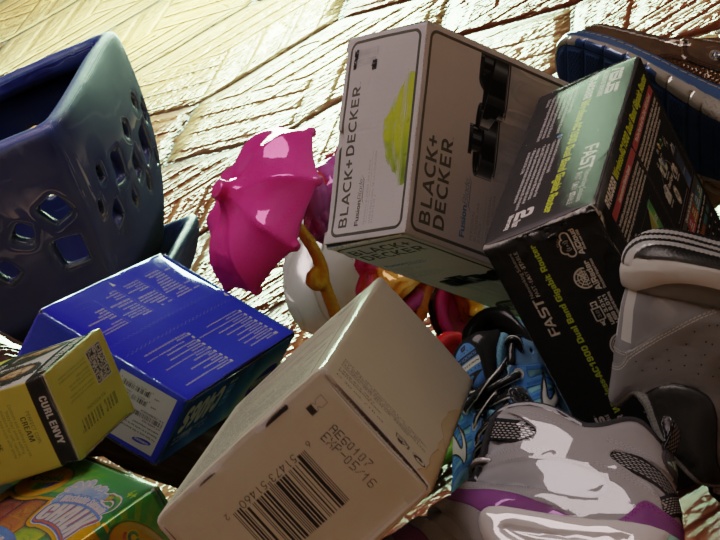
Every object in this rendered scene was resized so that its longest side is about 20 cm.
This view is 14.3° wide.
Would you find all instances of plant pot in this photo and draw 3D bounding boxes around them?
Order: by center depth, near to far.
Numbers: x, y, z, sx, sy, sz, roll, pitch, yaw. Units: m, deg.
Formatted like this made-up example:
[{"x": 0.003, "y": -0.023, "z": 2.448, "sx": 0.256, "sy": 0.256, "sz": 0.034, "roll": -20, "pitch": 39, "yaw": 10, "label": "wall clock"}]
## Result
[{"x": -0.231, "y": -0.026, "z": 1.992, "sx": 0.199, "sy": 0.180, "sz": 0.200, "roll": -23, "pitch": 18, "yaw": 18, "label": "plant pot"}]

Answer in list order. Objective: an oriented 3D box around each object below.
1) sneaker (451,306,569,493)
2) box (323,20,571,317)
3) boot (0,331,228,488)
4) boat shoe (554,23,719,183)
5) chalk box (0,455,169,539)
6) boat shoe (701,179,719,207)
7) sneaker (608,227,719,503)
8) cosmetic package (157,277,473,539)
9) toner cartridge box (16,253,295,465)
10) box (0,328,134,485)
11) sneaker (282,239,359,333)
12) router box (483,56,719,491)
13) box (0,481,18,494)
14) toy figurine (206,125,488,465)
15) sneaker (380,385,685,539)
[{"x": 0.064, "y": 0.078, "z": 1.397, "sx": 0.078, "sy": 0.090, "sz": 0.200, "roll": -24, "pitch": 17, "yaw": 10, "label": "sneaker"}, {"x": 0.077, "y": -0.044, "z": 1.510, "sx": 0.060, "sy": 0.199, "sz": 0.117, "roll": -8, "pitch": 69, "yaw": 46, "label": "box"}, {"x": -0.159, "y": 0.068, "z": 1.605, "sx": 0.186, "sy": 0.199, "sz": 0.065, "roll": 44, "pitch": 116, "yaw": 51, "label": "boot"}, {"x": 0.203, "y": -0.093, "z": 1.602, "sx": 0.199, "sy": 0.072, "sz": 0.072, "roll": 28, "pitch": 54, "yaw": 24, "label": "boat shoe"}, {"x": -0.135, "y": 0.171, "z": 1.377, "sx": 0.200, "sy": 0.124, "sz": 0.124, "roll": -35, "pitch": 19, "yaw": -21, "label": "chalk box"}, {"x": 0.194, "y": -0.071, "z": 1.658, "sx": 0.200, "sy": 0.072, "sz": 0.064, "roll": -34, "pitch": 17, "yaw": -22, "label": "boat shoe"}, {"x": 0.205, "y": 0.058, "z": 1.285, "sx": 0.199, "sy": 0.116, "sz": 0.075, "roll": 15, "pitch": 14, "yaw": 12, "label": "sneaker"}, {"x": -0.016, "y": 0.078, "z": 1.280, "sx": 0.103, "sy": 0.073, "sz": 0.200, "roll": -42, "pitch": 2, "yaw": 14, "label": "cosmetic package"}, {"x": -0.110, "y": 0.045, "z": 1.570, "sx": 0.043, "sy": 0.095, "sz": 0.200, "roll": -61, "pitch": -9, "yaw": 15, "label": "toner cartridge box"}, {"x": -0.217, "y": 0.088, "z": 1.445, "sx": 0.199, "sy": 0.050, "sz": 0.075, "roll": -18, "pitch": 12, "yaw": 24, "label": "box"}, {"x": 0.036, "y": -0.028, "z": 1.776, "sx": 0.200, "sy": 0.078, "sz": 0.099, "roll": -40, "pitch": 24, "yaw": -32, "label": "sneaker"}, {"x": 0.132, "y": 0.002, "z": 1.412, "sx": 0.062, "sy": 0.150, "sz": 0.200, "roll": -22, "pitch": 18, "yaw": 20, "label": "router box"}, {"x": -0.221, "y": 0.157, "z": 1.502, "sx": 0.121, "sy": 0.048, "sz": 0.200, "roll": 20, "pitch": 32, "yaw": 25, "label": "box"}, {"x": 0.000, "y": 0.000, "z": 1.549, "sx": 0.150, "sy": 0.185, "sz": 0.200, "roll": -12, "pitch": 21, "yaw": 50, "label": "toy figurine"}, {"x": 0.054, "y": 0.111, "z": 1.274, "sx": 0.199, "sy": 0.078, "sz": 0.140, "roll": -11, "pitch": 49, "yaw": 21, "label": "sneaker"}]
